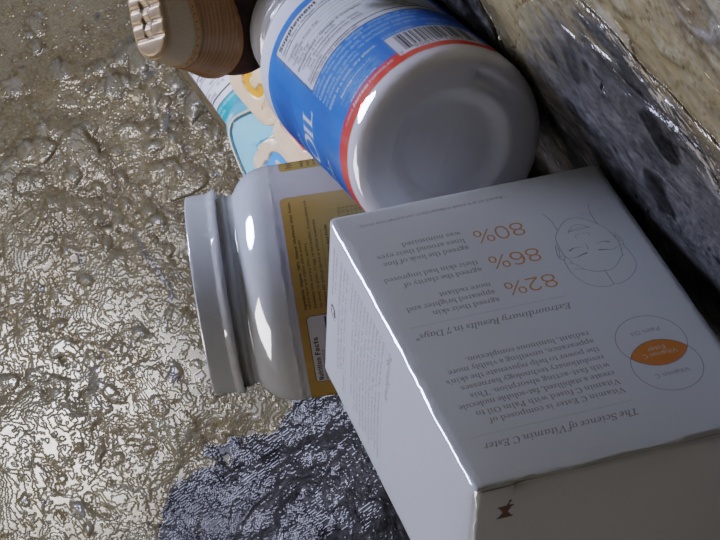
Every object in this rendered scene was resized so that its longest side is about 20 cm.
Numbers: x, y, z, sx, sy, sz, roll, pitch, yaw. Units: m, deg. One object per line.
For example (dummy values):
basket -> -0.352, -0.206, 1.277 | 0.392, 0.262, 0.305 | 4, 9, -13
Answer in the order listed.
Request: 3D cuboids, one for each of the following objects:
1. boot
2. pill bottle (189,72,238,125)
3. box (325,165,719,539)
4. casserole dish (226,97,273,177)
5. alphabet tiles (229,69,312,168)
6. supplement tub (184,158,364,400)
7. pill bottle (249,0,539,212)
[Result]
boot -> -0.082, -0.217, 1.306 | 0.166, 0.072, 0.201 | -10, -84, -53
pill bottle -> -0.066, -0.155, 1.615 | 0.200, 0.111, 0.111 | 55, 175, 3
box -> 0.085, 0.060, 1.060 | 0.200, 0.152, 0.107 | -117, 22, -44
casserole dish -> -0.025, -0.086, 1.506 | 0.200, 0.039, 0.121 | -10, 107, 48
alphabet tiles -> -0.007, -0.091, 1.435 | 0.196, 0.015, 0.200 | 49, 143, 10
supplement tub -> 0.000, 0.000, 1.304 | 0.144, 0.199, 0.145 | 171, 90, -89
pill bottle -> 0.010, -0.105, 1.205 | 0.112, 0.112, 0.200 | 57, 175, -33
